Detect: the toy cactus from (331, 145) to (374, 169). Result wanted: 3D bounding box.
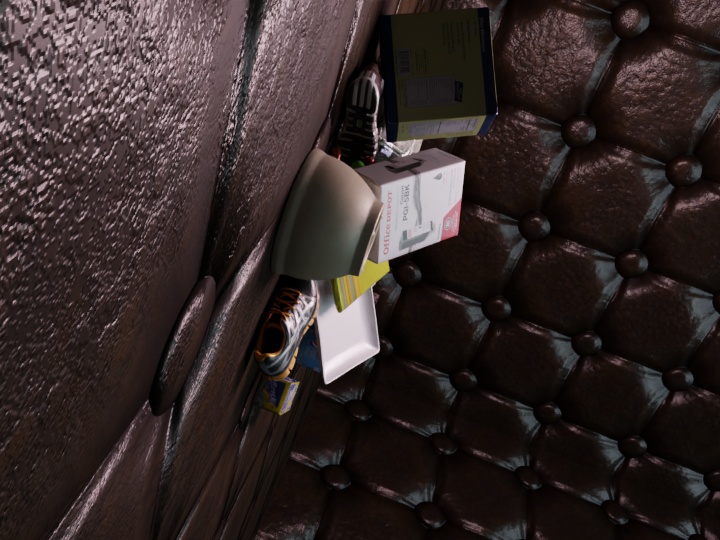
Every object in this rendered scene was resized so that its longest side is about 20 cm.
[{"bbox_3d":[0.003,-0.145,1.354,0.201,0.162,0.104,115,-23,-56],"label":"toy cactus"}]

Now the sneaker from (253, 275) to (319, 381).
[{"bbox_3d":[-0.124,0.079,1.244,0.077,0.077,0.203,56,44,-63],"label":"sneaker"}]

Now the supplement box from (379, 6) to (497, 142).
[{"bbox_3d":[0.139,-0.358,1.388,0.134,0.196,0.204,81,5,-85],"label":"supplement box"}]

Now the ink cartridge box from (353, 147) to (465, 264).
[{"bbox_3d":[0.079,-0.113,1.291,0.198,0.082,0.149,-21,125,-35],"label":"ink cartridge box"}]

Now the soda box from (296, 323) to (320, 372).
[{"bbox_3d":[-0.083,0.132,1.501,0.201,0.063,0.069,117,-6,-60],"label":"soda box"}]

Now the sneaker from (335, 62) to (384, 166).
[{"bbox_3d":[0.010,-0.279,1.340,0.201,0.074,0.117,106,2,-48],"label":"sneaker"}]

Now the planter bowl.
[{"bbox_3d":[-0.041,-0.070,1.160,0.200,0.133,0.203,20,90,-88],"label":"planter bowl"}]

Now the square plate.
[{"bbox_3d":[-0.033,0.083,1.393,0.199,0.028,0.202,-22,108,-56],"label":"square plate"}]

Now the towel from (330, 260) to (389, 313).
[{"bbox_3d":[0.000,0.000,1.413,0.200,0.018,0.088,-39,126,-53],"label":"towel"}]

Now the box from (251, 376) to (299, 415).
[{"bbox_3d":[-0.175,0.257,1.578,0.200,0.063,0.071,87,24,-82],"label":"box"}]

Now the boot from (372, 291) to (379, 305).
[{"bbox_3d":[-0.039,0.037,1.646,0.200,0.164,0.073,-61,171,-75],"label":"boot"}]

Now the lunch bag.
[{"bbox_3d":[0.063,-0.324,1.538,0.168,0.137,0.203,33,77,-72],"label":"lunch bag"}]
